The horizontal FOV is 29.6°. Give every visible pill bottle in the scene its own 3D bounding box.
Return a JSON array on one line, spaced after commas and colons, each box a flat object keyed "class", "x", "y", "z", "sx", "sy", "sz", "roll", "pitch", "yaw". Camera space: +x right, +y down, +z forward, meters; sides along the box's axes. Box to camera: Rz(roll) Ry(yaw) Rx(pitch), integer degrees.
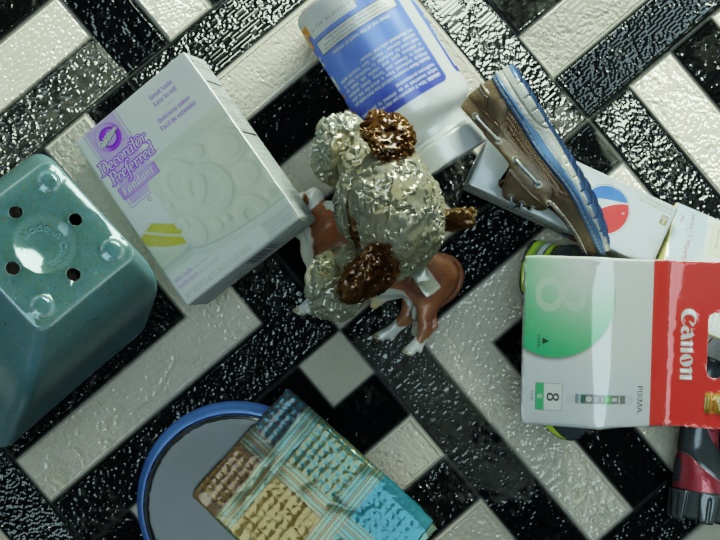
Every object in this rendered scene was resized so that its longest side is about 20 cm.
[{"class": "pill bottle", "x": 0.035, "y": -0.189, "z": 1.330, "sx": 0.112, "sy": 0.112, "sz": 0.200, "roll": -32, "pitch": 90, "yaw": -2}]

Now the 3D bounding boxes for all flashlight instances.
[{"class": "flashlight", "x": 0.352, "y": 0.152, "z": 1.360, "sx": 0.068, "sy": 0.068, "sz": 0.200, "roll": 7, "pitch": 83, "yaw": 36}]

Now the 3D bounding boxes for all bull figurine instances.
[{"class": "bull figurine", "x": 0.000, "y": 0.000, "z": 1.349, "sx": 0.200, "sy": 0.065, "sz": 0.122, "roll": 21, "pitch": 93, "yaw": 2}]

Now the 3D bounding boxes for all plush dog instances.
[{"class": "plush dog", "x": 0.027, "y": -0.050, "z": 1.228, "sx": 0.160, "sy": 0.172, "sz": 0.200, "roll": 3, "pitch": 88, "yaw": 3}]

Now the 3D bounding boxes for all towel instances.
[{"class": "towel", "x": -0.045, "y": 0.232, "z": 1.312, "sx": 0.200, "sy": 0.022, "sz": 0.147, "roll": 42, "pitch": 87, "yaw": 10}]

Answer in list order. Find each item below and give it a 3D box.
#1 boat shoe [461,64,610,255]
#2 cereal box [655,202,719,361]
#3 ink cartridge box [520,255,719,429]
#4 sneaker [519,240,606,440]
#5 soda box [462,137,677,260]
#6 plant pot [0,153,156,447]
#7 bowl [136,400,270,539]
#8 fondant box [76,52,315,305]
[{"class": "boat shoe", "x": 0.167, "y": -0.094, "z": 1.296, "sx": 0.072, "sy": 0.072, "sz": 0.200, "roll": -30, "pitch": 93, "yaw": 15}, {"class": "cereal box", "x": 0.382, "y": 0.030, "z": 1.340, "sx": 0.200, "sy": 0.040, "sz": 0.144, "roll": 23, "pitch": 55, "yaw": -1}, {"class": "ink cartridge box", "x": 0.251, "y": 0.068, "z": 1.269, "sx": 0.200, "sy": 0.050, "sz": 0.161, "roll": 2, "pitch": 93, "yaw": 20}, {"class": "sneaker", "x": 0.206, "y": 0.067, "z": 1.335, "sx": 0.081, "sy": 0.074, "sz": 0.200, "roll": -5, "pitch": 90, "yaw": 37}, {"class": "soda box", "x": 0.207, "y": -0.071, "z": 1.358, "sx": 0.200, "sy": 0.064, "sz": 0.068, "roll": 25, "pitch": 88, "yaw": -1}, {"class": "plant pot", "x": -0.304, "y": 0.007, "z": 1.237, "sx": 0.196, "sy": 0.200, "sz": 0.196, "roll": 47, "pitch": 60, "yaw": 0}, {"class": "bowl", "x": -0.123, "y": 0.231, "z": 1.352, "sx": 0.200, "sy": 0.039, "sz": 0.201, "roll": 0, "pitch": 89, "yaw": -2}, {"class": "fondant box", "x": -0.160, "y": -0.087, "z": 1.318, "sx": 0.144, "sy": 0.058, "sz": 0.200, "roll": -37, "pitch": 80, "yaw": 12}]
